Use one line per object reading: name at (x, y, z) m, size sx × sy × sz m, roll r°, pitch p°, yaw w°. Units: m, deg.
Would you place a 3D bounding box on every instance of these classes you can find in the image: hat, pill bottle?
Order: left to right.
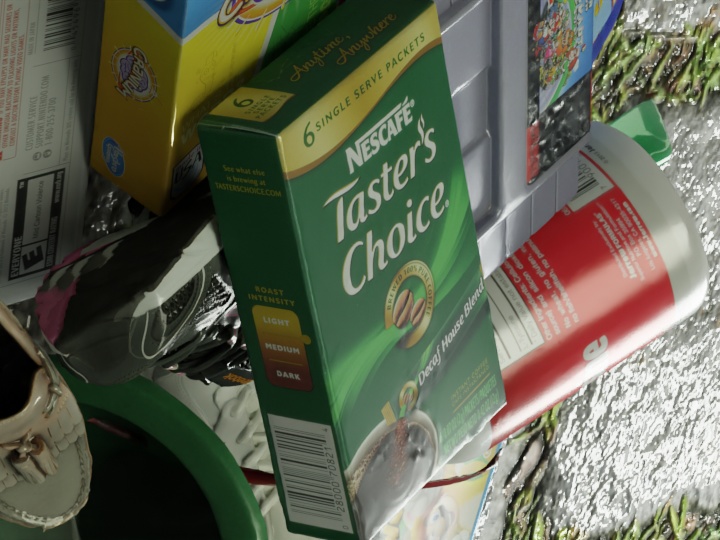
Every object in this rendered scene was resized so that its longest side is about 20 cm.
hat at (-0.082, 0.112, 1.338) m, size 0.166 × 0.200 × 0.176 m, roll -61°, pitch 168°, yaw 18°
pill bottle at (0.060, 0.022, 1.436) m, size 0.200 × 0.112 × 0.112 m, roll -32°, pitch 132°, yaw -16°

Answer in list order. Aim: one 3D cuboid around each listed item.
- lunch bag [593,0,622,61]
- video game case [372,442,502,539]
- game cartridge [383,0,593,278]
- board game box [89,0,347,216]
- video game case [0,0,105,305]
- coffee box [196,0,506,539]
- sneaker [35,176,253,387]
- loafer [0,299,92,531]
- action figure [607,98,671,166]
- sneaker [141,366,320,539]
lunch bag at (0.082, -0.167, 1.457) m, size 0.200 × 0.094 × 0.151 m, roll -46°, pitch 136°, yaw -41°
video game case at (-0.002, 0.126, 1.537) m, size 0.200 × 0.018 × 0.143 m, roll 10°, pitch 100°, yaw -52°
game cartridge at (0.057, -0.085, 1.307) m, size 0.130 × 0.038 × 0.200 m, roll -38°, pitch 141°, yaw -35°
board game box at (-0.038, -0.131, 1.165) m, size 0.153 × 0.040 × 0.200 m, roll -45°, pitch 163°, yaw -28°
video game case at (-0.183, -0.056, 1.158) m, size 0.182 × 0.023 × 0.200 m, roll -18°, pitch 134°, yaw -33°
coffee box at (0.000, 0.000, 1.224) m, size 0.123 × 0.044 × 0.200 m, roll -41°, pitch 131°, yaw -43°
sneaker at (-0.065, 0.013, 1.239) m, size 0.086 × 0.080 × 0.200 m, roll 66°, pitch 23°, yaw -11°
loafer at (-0.158, 0.039, 1.168) m, size 0.072 × 0.063 × 0.200 m, roll -38°, pitch 129°, yaw -12°
action figure at (0.075, -0.004, 1.541) m, size 0.200 × 0.055 × 0.118 m, roll -30°, pitch 130°, yaw -31°
sneaker at (-0.051, 0.093, 1.390) m, size 0.078 × 0.099 × 0.200 m, roll -23°, pitch 124°, yaw -45°
